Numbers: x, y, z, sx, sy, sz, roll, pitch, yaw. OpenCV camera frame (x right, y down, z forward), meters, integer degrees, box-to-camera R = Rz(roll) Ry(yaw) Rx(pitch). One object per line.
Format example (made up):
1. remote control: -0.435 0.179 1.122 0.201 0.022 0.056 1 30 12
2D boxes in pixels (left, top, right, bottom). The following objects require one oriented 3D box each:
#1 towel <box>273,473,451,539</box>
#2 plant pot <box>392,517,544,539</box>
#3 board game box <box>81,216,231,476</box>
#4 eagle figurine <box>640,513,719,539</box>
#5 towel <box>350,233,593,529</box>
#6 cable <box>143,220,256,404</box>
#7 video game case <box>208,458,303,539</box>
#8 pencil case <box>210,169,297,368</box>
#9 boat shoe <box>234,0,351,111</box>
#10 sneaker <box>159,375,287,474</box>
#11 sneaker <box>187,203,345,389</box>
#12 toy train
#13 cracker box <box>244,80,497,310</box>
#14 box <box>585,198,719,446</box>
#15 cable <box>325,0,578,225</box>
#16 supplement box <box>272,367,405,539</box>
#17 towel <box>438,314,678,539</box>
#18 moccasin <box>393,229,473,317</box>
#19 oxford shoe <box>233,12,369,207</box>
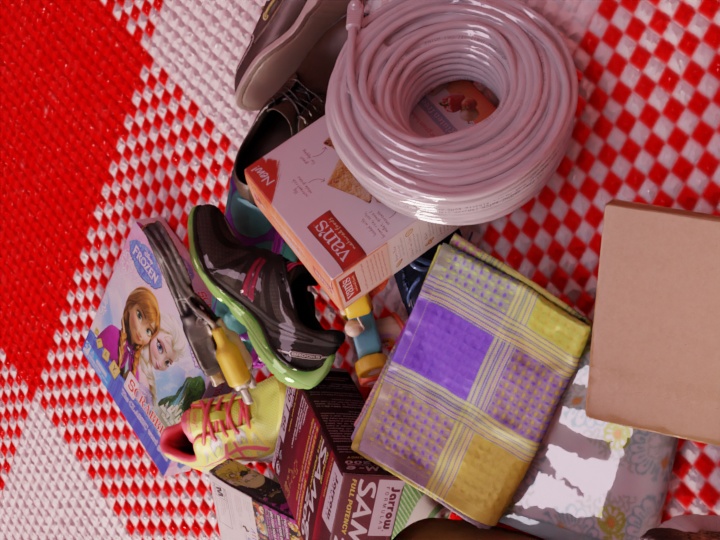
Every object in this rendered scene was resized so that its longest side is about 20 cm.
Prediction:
1. towel: -0.003 0.215 1.317 0.200 0.023 0.154 45 124 35
2. plant pot: 0.100 0.286 1.124 0.199 0.184 0.189 26 114 55
3. board game box: -0.216 0.083 1.504 0.200 0.041 0.201 49 127 30
4. eagle figurine: 0.267 0.205 0.937 0.149 0.152 0.202 21 141 17
5. towel: 0.084 0.092 1.074 0.143 0.023 0.202 32 112 17
6. cable: -0.145 0.027 1.251 0.097 0.050 0.202 -125 15 -57
7. video game case: -0.067 0.302 1.345 0.180 0.036 0.203 18 125 42
8. pencil case: -0.097 -0.004 1.337 0.092 0.084 0.203 36 122 53
9. boat shoe: -0.060 -0.232 1.277 0.200 0.071 0.060 -49 56 34
10. sneaker: -0.132 0.157 1.381 0.199 0.089 0.079 -37 48 41
11. sneaker: -0.083 0.013 1.244 0.084 0.077 0.201 -43 75 13
12. toy train: 0.000 0.000 1.219 0.151 0.055 0.202 -106 1 -60
13. cracker box: 0.022 -0.080 1.128 0.134 0.199 0.058 49 168 28
14. box: 0.261 0.044 0.974 0.197 0.021 0.166 10 104 28
15. cable: 0.070 -0.130 1.077 0.197 0.069 0.202 10 65 14
16. supplement box: -0.023 0.176 1.215 0.200 0.060 0.110 -126 44 -63
17. towel: 0.150 0.124 1.086 0.197 0.048 0.174 15 109 22
18. moccasin: 0.074 0.018 1.164 0.068 0.079 0.203 -172 63 -80
19. oxford shoe: -0.045 -0.145 1.227 0.072 0.084 0.202 32 90 11
